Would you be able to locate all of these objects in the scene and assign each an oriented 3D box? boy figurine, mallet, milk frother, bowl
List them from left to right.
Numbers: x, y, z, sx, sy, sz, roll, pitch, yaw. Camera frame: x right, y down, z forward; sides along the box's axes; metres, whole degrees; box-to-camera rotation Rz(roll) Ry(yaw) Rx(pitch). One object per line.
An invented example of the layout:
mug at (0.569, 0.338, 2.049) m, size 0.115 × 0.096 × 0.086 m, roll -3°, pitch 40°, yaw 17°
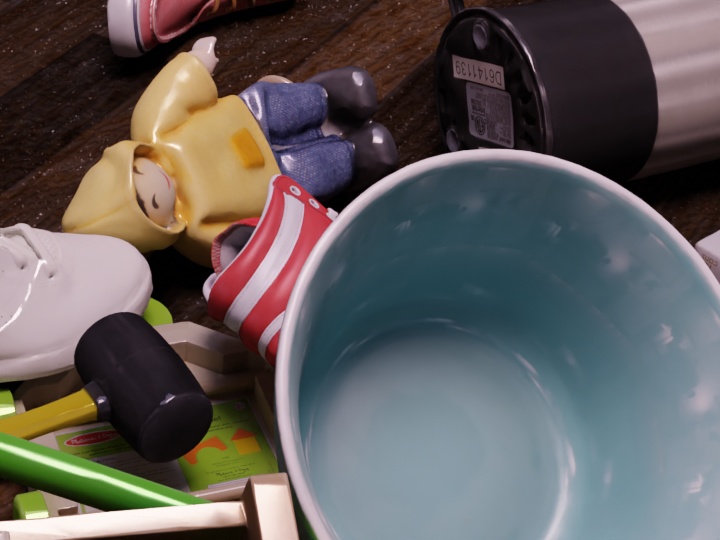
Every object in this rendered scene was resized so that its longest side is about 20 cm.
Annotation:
mallet at (-0.150, 0.076, 0.723) m, size 0.199 × 0.041 × 0.066 m, roll -25°, pitch 49°, yaw -37°
boy figurine at (-0.072, -0.059, 0.922) m, size 0.064 × 0.125 × 0.199 m, roll -15°, pitch 2°, yaw 44°
bowl at (0.046, 0.065, 0.695) m, size 0.199 × 0.105 × 0.202 m, roll 8°, pitch 69°, yaw -20°
milk frother at (0.136, -0.156, 1.012) m, size 0.187 × 0.201 × 0.181 m, roll -15°, pitch 37°, yaw -26°

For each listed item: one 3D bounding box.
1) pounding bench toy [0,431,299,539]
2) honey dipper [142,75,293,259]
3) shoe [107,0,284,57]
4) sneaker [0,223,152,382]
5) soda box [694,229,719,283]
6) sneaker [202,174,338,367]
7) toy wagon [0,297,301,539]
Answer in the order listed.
pounding bench toy at (-0.088, 0.119, 0.615) m, size 0.155 × 0.124 × 0.201 m, roll -4°, pitch 64°, yaw -14°
honey dipper at (-0.091, -0.043, 0.967) m, size 0.038 × 0.038 × 0.200 m, roll 21°, pitch 42°, yaw 19°
shoe at (-0.092, -0.192, 1.131) m, size 0.090 × 0.072 × 0.200 m, roll 6°, pitch 32°, yaw 9°
sneaker at (-0.180, -0.001, 0.784) m, size 0.199 × 0.089 × 0.075 m, roll -10°, pitch 35°, yaw -32°
soda box at (0.256, -0.010, 0.946) m, size 0.199 × 0.064 × 0.068 m, roll -26°, pitch 47°, yaw -37°
sneaker at (0.000, 0.000, 0.844) m, size 0.112 × 0.071 × 0.200 m, roll 38°, pitch 26°, yaw 8°
toy wagon at (-0.091, 0.068, 0.814) m, size 0.154 × 0.040 × 0.200 m, roll -9°, pitch 39°, yaw -19°
